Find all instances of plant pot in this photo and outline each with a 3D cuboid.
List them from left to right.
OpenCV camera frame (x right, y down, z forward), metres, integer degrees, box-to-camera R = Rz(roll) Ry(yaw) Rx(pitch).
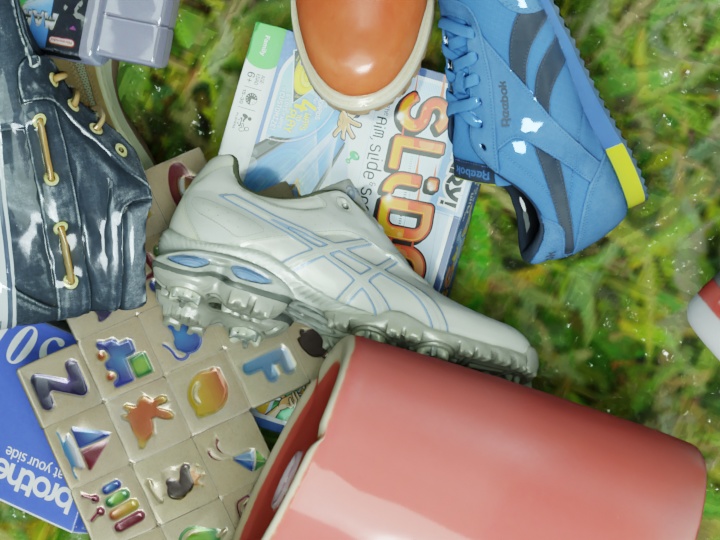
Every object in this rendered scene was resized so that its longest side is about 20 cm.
[{"bbox_3d":[0.040,0.132,1.378,0.177,0.200,0.201,26,93,-7],"label":"plant pot"}]

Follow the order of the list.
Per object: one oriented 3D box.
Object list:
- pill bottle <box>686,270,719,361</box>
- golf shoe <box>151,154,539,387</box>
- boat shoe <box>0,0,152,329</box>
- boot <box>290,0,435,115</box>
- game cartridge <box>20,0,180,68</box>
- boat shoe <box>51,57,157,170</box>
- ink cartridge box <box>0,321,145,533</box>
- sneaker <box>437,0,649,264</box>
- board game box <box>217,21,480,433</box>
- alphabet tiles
[{"bbox_3d":[0.264,-0.008,1.403,0.200,0.116,0.116,-45,80,6],"label":"pill bottle"},{"bbox_3d":[0.000,0.000,1.442,0.199,0.078,0.098,18,67,-5],"label":"golf shoe"},{"bbox_3d":[-0.155,-0.073,1.431,0.090,0.071,0.202,-5,92,-15],"label":"boat shoe"},{"bbox_3d":[-0.001,-0.183,1.457,0.074,0.107,0.201,2,78,7],"label":"boot"},{"bbox_3d":[-0.182,-0.179,1.469,0.199,0.038,0.131,12,89,14],"label":"game cartridge"},{"bbox_3d":[-0.157,-0.062,1.505,0.071,0.076,0.201,-27,75,35],"label":"boat shoe"},{"bbox_3d":[-0.205,0.057,1.516,0.199,0.044,0.095,22,92,23],"label":"ink cartridge box"},{"bbox_3d":[0.069,-0.090,1.430,0.078,0.066,0.201,-32,117,-6],"label":"sneaker"},{"bbox_3d":[-0.016,-0.013,1.503,0.135,0.034,0.201,16,91,12],"label":"board game box"},{"bbox_3d":[-0.084,0.046,1.458,0.166,0.008,0.201,-24,82,-14],"label":"alphabet tiles"}]
